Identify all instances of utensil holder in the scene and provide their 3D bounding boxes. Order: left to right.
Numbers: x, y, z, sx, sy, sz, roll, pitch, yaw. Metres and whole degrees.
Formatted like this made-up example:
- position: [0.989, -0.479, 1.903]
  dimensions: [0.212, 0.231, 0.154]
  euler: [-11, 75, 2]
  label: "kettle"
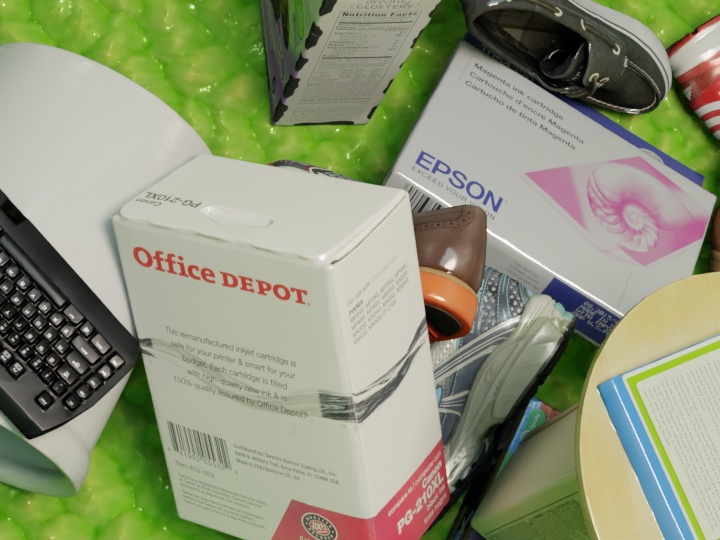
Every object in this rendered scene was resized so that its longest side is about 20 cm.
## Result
- position: [-0.190, -0.001, 0.921]
  dimensions: [0.169, 0.170, 0.201]
  euler: [26, 68, -4]
  label: "utensil holder"

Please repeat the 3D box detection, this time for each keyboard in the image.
- position: [-0.203, -0.003, 0.803]
  dimensions: [0.200, 0.040, 0.104]
  euler: [46, 64, -1]
  label: "keyboard"

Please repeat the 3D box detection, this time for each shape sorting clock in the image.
- position: [0.189, 0.098, 0.771]
  dimensions: [0.198, 0.039, 0.202]
  euler: [6, 70, -16]
  label: "shape sorting clock"

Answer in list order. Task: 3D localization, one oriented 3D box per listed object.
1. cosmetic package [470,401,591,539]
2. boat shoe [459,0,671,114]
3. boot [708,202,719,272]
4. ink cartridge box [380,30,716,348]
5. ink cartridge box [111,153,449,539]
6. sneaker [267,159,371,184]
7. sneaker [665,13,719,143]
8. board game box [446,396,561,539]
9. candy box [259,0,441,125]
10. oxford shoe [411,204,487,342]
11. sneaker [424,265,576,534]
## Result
- position: [0.142, 0.124, 0.879]
  dimensions: [0.103, 0.200, 0.073]
  euler: [37, 68, -1]
  label: "cosmetic package"
- position: [0.129, -0.141, 1.046]
  dimensions: [0.199, 0.068, 0.057]
  euler: [27, 49, -37]
  label: "boat shoe"
- position: [0.328, -0.018, 1.068]
  dimensions: [0.198, 0.077, 0.157]
  euler: [12, 94, 4]
  label: "boot"
- position: [0.126, -0.060, 1.031]
  dimensions: [0.195, 0.043, 0.201]
  euler: [31, 47, -3]
  label: "ink cartridge box"
- position: [-0.040, 0.050, 0.884]
  dimensions: [0.144, 0.202, 0.084]
  euler: [12, 35, 31]
  label: "ink cartridge box"
- position: [0.027, -0.019, 1.026]
  dimensions: [0.198, 0.081, 0.075]
  euler: [24, 49, -10]
  label: "sneaker"
- position: [0.312, -0.148, 1.131]
  dimensions: [0.199, 0.078, 0.116]
  euler: [-30, 91, -6]
  label: "sneaker"
- position: [0.126, 0.203, 0.990]
  dimensions: [0.164, 0.057, 0.201]
  euler: [30, 70, -5]
  label: "board game box"
- position: [-0.014, -0.203, 0.997]
  dimensions: [0.071, 0.200, 0.170]
  euler: [-3, 74, -13]
  label: "candy box"
- position: [0.000, 0.000, 0.957]
  dimensions: [0.071, 0.199, 0.073]
  euler: [36, 64, -38]
  label: "oxford shoe"
- position: [0.042, 0.085, 0.975]
  dimensions: [0.086, 0.078, 0.201]
  euler: [38, 100, 13]
  label: "sneaker"
